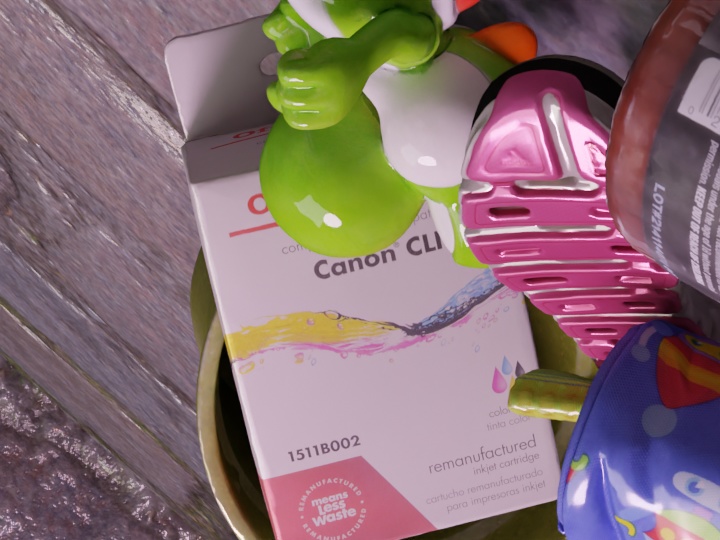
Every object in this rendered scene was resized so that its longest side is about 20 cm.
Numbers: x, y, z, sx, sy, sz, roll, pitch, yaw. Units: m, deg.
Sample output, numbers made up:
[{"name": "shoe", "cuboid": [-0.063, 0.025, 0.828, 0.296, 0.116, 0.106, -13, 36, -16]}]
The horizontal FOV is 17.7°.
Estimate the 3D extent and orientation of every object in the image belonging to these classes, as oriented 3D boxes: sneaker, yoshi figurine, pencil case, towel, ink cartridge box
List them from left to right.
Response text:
[{"name": "yoshi figurine", "cuboid": [-0.010, -0.079, 0.776, 0.112, 0.112, 0.201, 7, 131, 44]}, {"name": "ink cartridge box", "cuboid": [0.000, 0.000, 0.887, 0.068, 0.116, 0.201, -112, 8, -72]}, {"name": "sneaker", "cuboid": [0.090, -0.029, 0.765, 0.073, 0.088, 0.200, 0, 156, 28]}, {"name": "towel", "cuboid": [0.160, 0.073, 0.841, 0.199, 0.023, 0.144, 16, 179, 16]}, {"name": "pencil case", "cuboid": [0.152, 0.093, 0.725, 0.199, 0.087, 0.078, 28, -158, 17]}]

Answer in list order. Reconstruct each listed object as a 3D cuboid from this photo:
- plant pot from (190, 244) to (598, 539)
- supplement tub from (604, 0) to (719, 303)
[{"name": "plant pot", "cuboid": [0.005, 0.031, 1.040, 0.200, 0.200, 0.184, 47, 177, -20]}, {"name": "supplement tub", "cuboid": [0.167, -0.008, 0.591, 0.200, 0.107, 0.107, 33, 164, 31]}]
